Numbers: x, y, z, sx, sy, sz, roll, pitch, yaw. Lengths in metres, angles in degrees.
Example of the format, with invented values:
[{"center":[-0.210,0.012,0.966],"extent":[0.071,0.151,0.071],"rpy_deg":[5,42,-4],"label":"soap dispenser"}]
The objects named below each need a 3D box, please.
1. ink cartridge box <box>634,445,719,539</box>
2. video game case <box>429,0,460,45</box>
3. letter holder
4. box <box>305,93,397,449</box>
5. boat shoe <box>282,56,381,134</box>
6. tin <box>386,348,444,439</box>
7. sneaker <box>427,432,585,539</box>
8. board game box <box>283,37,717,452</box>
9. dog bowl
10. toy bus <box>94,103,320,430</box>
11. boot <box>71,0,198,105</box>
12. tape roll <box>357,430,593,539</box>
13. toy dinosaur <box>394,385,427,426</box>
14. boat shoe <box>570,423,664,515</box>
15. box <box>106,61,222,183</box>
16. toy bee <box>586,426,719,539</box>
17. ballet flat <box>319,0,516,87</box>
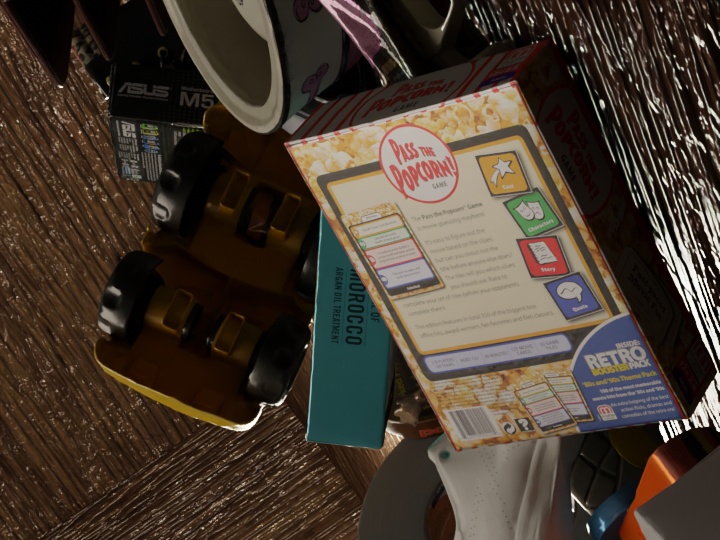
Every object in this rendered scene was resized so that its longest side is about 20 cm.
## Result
[{"center":[0.238,0.195,1.142],"extent":[0.200,0.083,0.145],"rpy_deg":[47,169,50],"label":"ink cartridge box"},{"center":[0.051,-0.104,1.324],"extent":[0.143,0.019,0.200],"rpy_deg":[58,173,-12],"label":"video game case"},{"center":[-0.175,-0.241,1.545],"extent":[0.142,0.100,0.201],"rpy_deg":[67,-160,-62],"label":"letter holder"},{"center":[0.000,0.000,1.380],"extent":[0.082,0.049,0.201],"rpy_deg":[-74,-11,-70],"label":"box"},{"center":[-0.035,-0.154,1.488],"extent":[0.200,0.073,0.068],"rpy_deg":[-114,14,-50],"label":"boat shoe"},{"center":[0.030,0.027,1.583],"extent":[0.042,0.112,0.200],"rpy_deg":[67,-177,-56],"label":"tin"},{"center":[0.084,0.095,1.329],"extent":[0.088,0.201,0.075],"rpy_deg":[5,166,23],"label":"sneaker"},{"center":[0.072,-0.007,1.154],"extent":[0.151,0.046,0.200],"rpy_deg":[-11,117,39],"label":"board game box"},{"center":[-0.064,-0.188,1.369],"extent":[0.200,0.074,0.200],"rpy_deg":[54,159,31],"label":"dog bowl"},{"center":[-0.086,0.018,1.522],"extent":[0.135,0.201,0.192],"rpy_deg":[24,162,4],"label":"toy bus"},{"center":[-0.115,-0.154,1.661],"extent":[0.204,0.153,0.074],"rpy_deg":[51,171,41],"label":"boot"},{"center":[0.102,0.178,1.513],"extent":[0.200,0.200,0.066],"rpy_deg":[49,171,43],"label":"tape roll"},{"center":[0.082,0.016,1.451],"extent":[0.086,0.136,0.201],"rpy_deg":[11,128,17],"label":"toy dinosaur"},{"center":[0.156,0.121,1.403],"extent":[0.201,0.074,0.073],"rpy_deg":[63,177,-6],"label":"boat shoe"},{"center":[-0.081,-0.095,1.619],"extent":[0.200,0.192,0.048],"rpy_deg":[107,167,-80],"label":"box"},{"center":[0.182,0.145,1.316],"extent":[0.131,0.108,0.200],"rpy_deg":[63,149,7],"label":"toy bee"},{"center":[0.041,-0.117,1.177],"extent":[0.200,0.069,0.071],"rpy_deg":[52,142,1],"label":"ballet flat"}]
